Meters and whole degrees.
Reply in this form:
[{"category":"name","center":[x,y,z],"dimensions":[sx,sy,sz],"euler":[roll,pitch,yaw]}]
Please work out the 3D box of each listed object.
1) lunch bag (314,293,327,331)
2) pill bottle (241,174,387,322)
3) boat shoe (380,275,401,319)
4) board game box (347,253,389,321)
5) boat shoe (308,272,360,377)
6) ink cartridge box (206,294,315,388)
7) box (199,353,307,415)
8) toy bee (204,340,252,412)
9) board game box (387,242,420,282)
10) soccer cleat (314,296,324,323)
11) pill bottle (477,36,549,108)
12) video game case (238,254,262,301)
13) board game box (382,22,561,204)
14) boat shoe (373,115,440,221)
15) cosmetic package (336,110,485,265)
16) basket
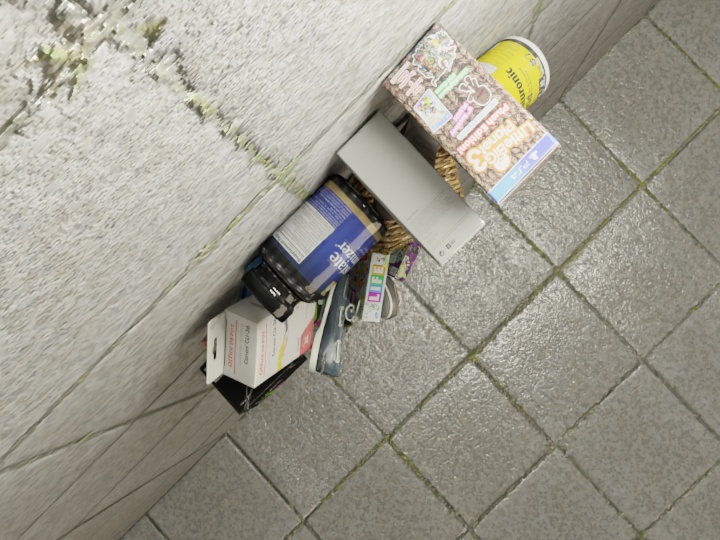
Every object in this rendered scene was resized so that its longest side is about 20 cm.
[{"category":"lunch bag","center":[-0.078,0.072,1.662],"dimensions":[0.158,0.078,0.200],"euler":[-13,-172,20]},{"category":"pill bottle","center":[-0.067,-0.028,1.114],"dimensions":[0.200,0.112,0.112],"euler":[-45,175,-2]},{"category":"boat shoe","center":[0.044,0.036,1.444],"dimensions":[0.200,0.056,0.068],"euler":[-135,-129,-67]},{"category":"board game box","center":[0.000,0.000,1.441],"dimensions":[0.200,0.034,0.136],"euler":[-144,-119,-70]},{"category":"boat shoe","center":[-0.039,0.087,1.370],"dimensions":[0.075,0.061,0.202],"euler":[103,1,-55]},{"category":"ink cartridge box","center":[-0.151,0.100,1.241],"dimensions":[0.199,0.067,0.118],"euler":[-33,135,-52]},{"category":"box","center":[-0.211,0.189,1.624],"dimensions":[0.148,0.124,0.200],"euler":[-43,174,2]},{"category":"toy bee","center":[-0.202,0.117,1.349],"dimensions":[0.131,0.108,0.202],"euler":[127,-17,-59]},{"category":"board game box","center":[0.051,-0.059,1.487],"dimensions":[0.200,0.032,0.121],"euler":[30,-82,61]},{"category":"soccer cleat","center":[-0.077,0.024,1.361],"dimensions":[0.081,0.067,0.201],"euler":[-45,162,-36]},{"category":"pill bottle","center":[0.200,-0.275,1.266],"dimensions":[0.200,0.111,0.111],"euler":[-42,174,-24]},{"category":"video game case","center":[-0.130,-0.012,1.259],"dimensions":[0.143,0.018,0.200],"euler":[-43,175,-23]},{"category":"board game box","center":[0.143,-0.190,0.988],"dimensions":[0.097,0.200,0.159],"euler":[-45,174,16]},{"category":"boat shoe","center":[0.072,-0.154,1.185],"dimensions":[0.202,0.074,0.073],"euler":[-63,-172,-20]},{"category":"cosmetic package","center":[0.068,-0.105,1.065],"dimensions":[0.085,0.200,0.108],"euler":[-42,177,6]},{"category":"basket","center":[0.056,-0.132,1.315],"dimensions":[0.199,0.151,0.142],"euler":[-27,-159,-28]}]
